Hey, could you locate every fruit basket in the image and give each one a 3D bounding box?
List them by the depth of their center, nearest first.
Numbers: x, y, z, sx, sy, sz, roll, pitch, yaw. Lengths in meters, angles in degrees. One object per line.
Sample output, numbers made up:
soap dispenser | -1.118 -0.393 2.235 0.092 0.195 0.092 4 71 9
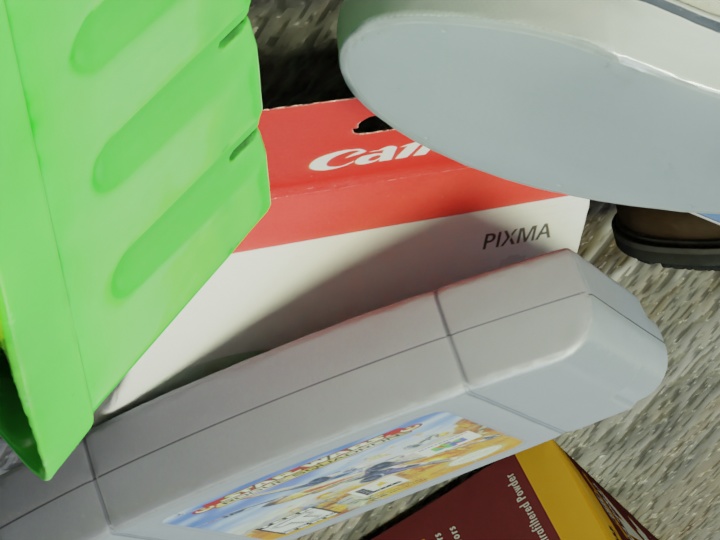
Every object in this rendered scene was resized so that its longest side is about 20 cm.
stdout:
fruit basket | -0.121 -0.027 0.568 0.215 0.156 0.216 -34 152 -20

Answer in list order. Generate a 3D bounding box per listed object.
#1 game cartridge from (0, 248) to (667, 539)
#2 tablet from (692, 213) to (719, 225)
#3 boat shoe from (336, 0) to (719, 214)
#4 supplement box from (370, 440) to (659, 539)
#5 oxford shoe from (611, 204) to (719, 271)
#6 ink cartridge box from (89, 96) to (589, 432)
game cartridge | -0.009 0.051 0.794 0.199 0.042 0.133 -22 169 14
tablet | 0.204 -0.025 0.800 0.199 0.014 0.130 21 144 -24
boat shoe | 0.096 -0.068 0.653 0.201 0.086 0.075 8 150 -2
supplement box | 0.059 0.200 1.099 0.197 0.133 0.200 -33 151 8
oxford shoe | 0.167 -0.059 0.853 0.199 0.073 0.085 -21 111 26
ink cartridge box | 0.000 0.000 0.768 0.160 0.050 0.200 -10 167 -28
